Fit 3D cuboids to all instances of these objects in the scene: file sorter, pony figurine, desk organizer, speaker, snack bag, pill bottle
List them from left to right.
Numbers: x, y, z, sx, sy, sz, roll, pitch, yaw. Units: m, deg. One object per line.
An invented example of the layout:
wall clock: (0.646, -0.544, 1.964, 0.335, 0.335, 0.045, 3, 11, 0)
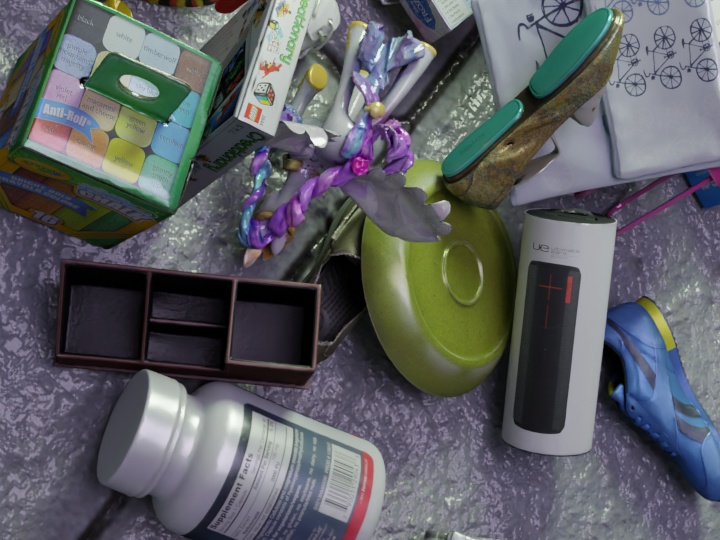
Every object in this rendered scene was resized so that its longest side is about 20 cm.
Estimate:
desk organizer: (-0.130, 0.040, 1.163, 0.197, 0.077, 0.073, 6, 78, -6)
pill bottle: (-0.092, 0.153, 1.174, 0.198, 0.119, 0.121, 25, 71, -21)
pony figurine: (-0.016, -0.098, 1.213, 0.166, 0.192, 0.202, 35, 67, -22)
speaker: (0.168, 0.049, 1.313, 0.080, 0.081, 0.203, 0, 102, -27)
snack bag: (0.198, -0.161, 1.277, 0.197, 0.021, 0.191, -10, 102, 13)
file sorter: (0.218, -0.146, 1.361, 0.125, 0.139, 0.201, -31, 96, 15)

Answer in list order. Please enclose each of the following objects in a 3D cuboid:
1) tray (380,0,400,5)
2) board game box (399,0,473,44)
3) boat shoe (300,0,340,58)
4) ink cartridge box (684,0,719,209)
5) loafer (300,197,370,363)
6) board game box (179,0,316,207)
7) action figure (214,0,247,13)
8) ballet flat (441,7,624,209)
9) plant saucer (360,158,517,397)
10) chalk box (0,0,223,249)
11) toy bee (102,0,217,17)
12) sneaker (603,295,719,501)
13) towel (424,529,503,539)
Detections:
tray: (0.082, -0.305, 1.396, 0.198, 0.022, 0.109, -18, 90, -29)
board game box: (0.074, -0.333, 1.353, 0.200, 0.041, 0.201, -40, 100, -32)
boat shoe: (-0.046, -0.216, 1.285, 0.066, 0.073, 0.202, 25, 71, -20)
ink cartridge box: (0.349, -0.186, 1.477, 0.145, 0.084, 0.201, -35, 99, -27)
loafer: (0.000, 0.000, 1.274, 0.075, 0.069, 0.201, 39, 67, -16)
board game box: (-0.100, -0.133, 1.167, 0.034, 0.200, 0.128, 24, 68, -20)
action figure: (-0.102, -0.274, 1.232, 0.066, 0.051, 0.201, 56, 23, -28)
ballet flat: (0.152, -0.126, 1.257, 0.071, 0.071, 0.200, 41, 107, -15)
plant saucer: (0.076, 0.004, 1.296, 0.199, 0.031, 0.203, 12, 74, -47)
chalk box: (-0.187, -0.107, 1.123, 0.123, 0.200, 0.125, 24, 71, -21)
toy bee: (-0.206, -0.257, 1.208, 0.200, 0.108, 0.132, 45, 53, -41)
sneaker: (0.266, 0.126, 1.399, 0.078, 0.066, 0.202, -27, 94, -16)
towel: (0.130, 0.316, 1.283, 0.198, 0.085, 0.168, 19, 72, -21)
